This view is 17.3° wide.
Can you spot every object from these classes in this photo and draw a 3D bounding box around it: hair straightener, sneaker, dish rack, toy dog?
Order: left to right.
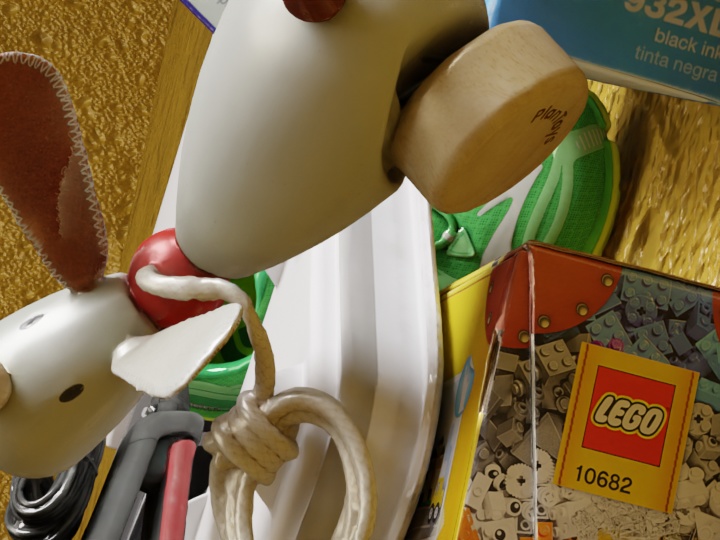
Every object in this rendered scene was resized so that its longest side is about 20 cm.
[{"bbox_3d":[-0.083,0.074,0.689,0.041,0.077,0.201,-48,23,39],"label":"hair straightener"},{"bbox_3d":[-0.037,-0.022,0.578,0.096,0.132,0.201,11,-71,-61],"label":"toy dog"},{"bbox_3d":[-0.026,0.072,0.713,0.172,0.043,0.201,-93,19,-59],"label":"dish rack"},{"bbox_3d":[0.000,0.000,0.807,0.083,0.199,0.074,17,-131,-62],"label":"sneaker"}]

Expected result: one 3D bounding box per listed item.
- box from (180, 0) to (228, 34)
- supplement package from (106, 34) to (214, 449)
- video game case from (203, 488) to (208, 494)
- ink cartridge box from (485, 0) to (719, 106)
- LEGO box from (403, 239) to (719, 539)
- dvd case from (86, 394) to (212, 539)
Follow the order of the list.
[{"bbox_3d":[-0.017,-0.197,0.890,0.200,0.184,0.105,-43,17,9],"label":"box"},{"bbox_3d":[-0.038,-0.010,1.143,0.122,0.119,0.201,-87,14,-54],"label":"supplement package"},{"bbox_3d":[-0.060,0.210,0.861,0.200,0.025,0.182,-105,27,-60],"label":"video game case"},{"bbox_3d":[0.086,-0.162,0.739,0.145,0.083,0.201,-140,65,-79],"label":"ink cartridge box"},{"bbox_3d":[0.040,0.085,0.672,0.200,0.077,0.150,146,138,-76],"label":"LEGO box"},{"bbox_3d":[-0.054,0.109,0.989,0.200,0.025,0.151,19,-87,-66],"label":"dvd case"}]
